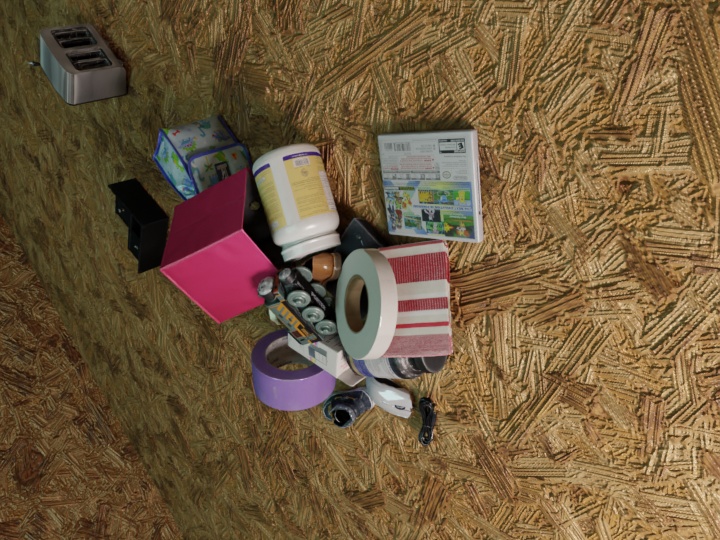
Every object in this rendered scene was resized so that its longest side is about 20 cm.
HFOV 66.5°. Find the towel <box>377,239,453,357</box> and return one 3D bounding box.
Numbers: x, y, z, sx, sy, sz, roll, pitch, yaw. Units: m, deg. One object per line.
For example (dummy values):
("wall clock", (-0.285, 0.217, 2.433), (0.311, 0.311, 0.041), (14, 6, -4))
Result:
("towel", (0.096, 0.053, 0.996), (0.141, 0.023, 0.206), (-6, 79, 28))

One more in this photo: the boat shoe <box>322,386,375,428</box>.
("boat shoe", (-0.052, 0.332, 1.306), (0.199, 0.090, 0.072), (-35, 85, 47))

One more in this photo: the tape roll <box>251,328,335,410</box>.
("tape roll", (-0.154, 0.223, 1.274), (0.197, 0.198, 0.087), (22, 124, 35))

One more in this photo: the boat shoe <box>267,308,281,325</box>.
("boat shoe", (-0.190, 0.026, 1.324), (0.073, 0.075, 0.208), (-6, 102, 11))

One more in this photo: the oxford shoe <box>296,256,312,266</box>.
("oxford shoe", (-0.189, 0.018, 1.246), (0.196, 0.074, 0.072), (-22, 100, 11))

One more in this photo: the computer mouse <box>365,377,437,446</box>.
("computer mouse", (0.077, 0.288, 1.193), (0.197, 0.043, 0.112), (25, 126, 34))

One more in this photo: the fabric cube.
("fabric cube", (-0.266, -0.050, 1.151), (0.196, 0.203, 0.197), (-23, 134, 16))

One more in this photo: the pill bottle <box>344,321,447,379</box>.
("pill bottle", (0.070, 0.156, 1.087), (0.197, 0.111, 0.115), (-8, 104, 45))

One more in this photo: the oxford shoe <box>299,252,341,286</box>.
("oxford shoe", (-0.104, 0.007, 1.162), (0.200, 0.069, 0.073), (135, 134, -60))

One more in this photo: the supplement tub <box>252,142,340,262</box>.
("supplement tub", (-0.124, -0.133, 1.098), (0.144, 0.143, 0.205), (-18, 88, 47))

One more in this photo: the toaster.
("toaster", (-0.767, -0.561, 1.502), (0.182, 0.198, 0.119), (52, 140, 12))

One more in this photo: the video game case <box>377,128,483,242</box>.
("video game case", (0.120, -0.147, 0.959), (0.197, 0.022, 0.187), (9, 115, 41))

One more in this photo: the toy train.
("toy train", (-0.121, 0.073, 1.101), (0.112, 0.087, 0.201), (-19, 135, 20))

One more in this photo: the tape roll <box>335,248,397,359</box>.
("tape roll", (0.007, 0.063, 1.030), (0.202, 0.036, 0.209), (172, 98, -64))

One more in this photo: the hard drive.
("hard drive", (0.000, 0.000, 1.131), (0.135, 0.042, 0.202), (46, 135, 18))

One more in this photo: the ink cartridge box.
("ink cartridge box", (-0.054, 0.159, 1.205), (0.197, 0.116, 0.069), (26, 124, 33))

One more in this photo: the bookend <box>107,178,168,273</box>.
("bookend", (-0.696, -0.139, 1.710), (0.200, 0.091, 0.201), (45, 134, 20))

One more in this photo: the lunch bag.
("lunch bag", (-0.352, -0.241, 1.269), (0.202, 0.168, 0.128), (54, 140, 10))
